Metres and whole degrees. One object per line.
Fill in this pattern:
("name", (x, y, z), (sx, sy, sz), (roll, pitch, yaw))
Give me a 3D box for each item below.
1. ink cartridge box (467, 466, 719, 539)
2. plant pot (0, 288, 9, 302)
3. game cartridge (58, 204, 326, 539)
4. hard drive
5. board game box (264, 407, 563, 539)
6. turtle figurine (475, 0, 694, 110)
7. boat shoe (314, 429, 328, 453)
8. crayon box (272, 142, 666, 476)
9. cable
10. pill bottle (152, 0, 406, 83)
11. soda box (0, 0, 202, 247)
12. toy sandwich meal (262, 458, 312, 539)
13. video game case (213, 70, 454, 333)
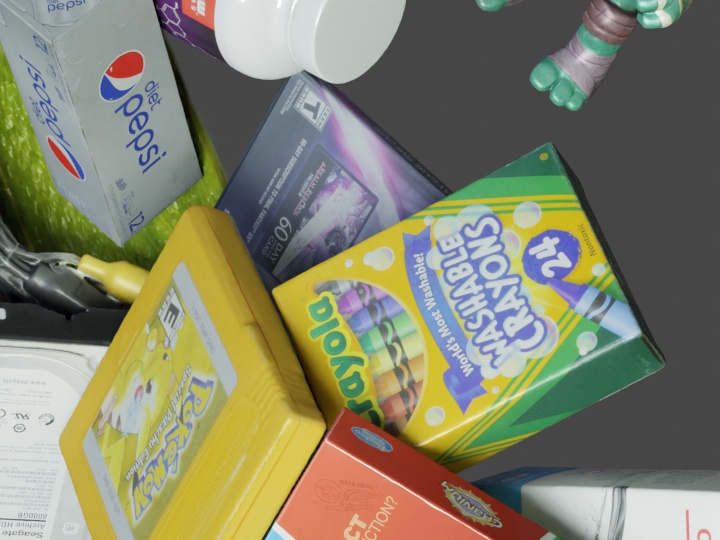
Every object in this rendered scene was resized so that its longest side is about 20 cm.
("ink cartridge box", (0.154, 0.162, 1.454), (0.200, 0.068, 0.116), (-2, 94, 35))
("plant pot", (-0.300, -0.015, 1.702), (0.200, 0.200, 0.198), (-24, 87, 35))
("game cartridge", (-0.094, 0.088, 1.503), (0.176, 0.032, 0.200), (-60, 30, 22))
("hard drive", (-0.210, 0.104, 1.642), (0.038, 0.140, 0.200), (-104, 25, -48))
("board game box", (0.038, 0.184, 1.424), (0.200, 0.040, 0.153), (30, 115, 2))
("turtle figurine", (0.138, -0.178, 1.419), (0.200, 0.101, 0.150), (-49, 51, 45))
("boat shoe", (0.007, 0.160, 1.564), (0.200, 0.062, 0.072), (50, 120, 22))
("crayon box", (0.041, 0.037, 1.470), (0.200, 0.052, 0.126), (-29, 59, 9))
("cable", (-0.190, -0.002, 1.647), (0.200, 0.050, 0.097), (38, 128, -9))
("pill bottle", (-0.074, -0.177, 1.564), (0.200, 0.112, 0.112), (30, 111, 31))
("soda box", (-0.146, -0.103, 1.578), (0.068, 0.200, 0.063), (-42, 61, -17))
("toy sandwich meal", (-0.063, 0.181, 1.554), (0.205, 0.070, 0.205), (-7, 79, 42))
("video game case", (0.000, 0.000, 1.584), (0.200, 0.019, 0.143), (43, 117, 26))
